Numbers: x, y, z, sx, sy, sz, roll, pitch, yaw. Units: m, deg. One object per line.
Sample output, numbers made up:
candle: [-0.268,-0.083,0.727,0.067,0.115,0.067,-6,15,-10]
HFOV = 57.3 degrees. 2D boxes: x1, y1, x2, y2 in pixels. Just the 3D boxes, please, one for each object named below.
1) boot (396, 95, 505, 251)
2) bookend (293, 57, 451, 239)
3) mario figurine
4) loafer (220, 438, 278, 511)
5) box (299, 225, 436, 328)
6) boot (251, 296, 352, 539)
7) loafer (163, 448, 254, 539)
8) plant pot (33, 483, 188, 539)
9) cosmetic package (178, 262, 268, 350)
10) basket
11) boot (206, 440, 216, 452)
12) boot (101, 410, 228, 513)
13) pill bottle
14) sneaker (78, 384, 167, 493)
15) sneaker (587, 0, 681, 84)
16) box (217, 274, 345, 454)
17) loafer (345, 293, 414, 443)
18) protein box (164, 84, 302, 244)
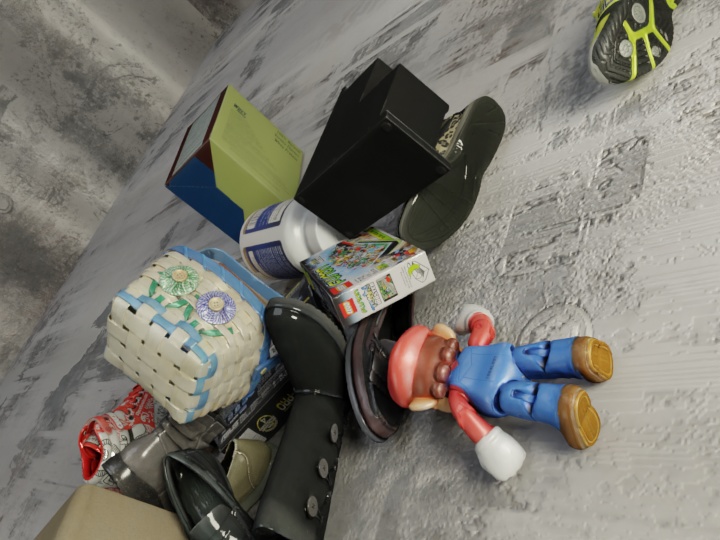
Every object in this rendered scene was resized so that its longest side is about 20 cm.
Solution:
boot: [0.082,-0.114,0.815,0.206,0.073,0.153,-59,24,-13]
bookend: [0.032,-0.173,0.782,0.198,0.091,0.203,-31,33,50]
mario figurine: [0.109,0.095,0.552,0.197,0.108,0.122,0,20,44]
loafer: [-0.176,0.269,0.756,0.201,0.069,0.075,-52,28,0]
box: [0.000,0.000,0.748,0.108,0.035,0.200,-27,17,-9]
boot: [-0.065,0.152,0.627,0.065,0.165,0.203,-8,47,34]
loafer: [-0.139,0.260,0.649,0.068,0.070,0.201,-45,56,3]
plant pot: [-0.251,0.333,0.632,0.200,0.198,0.178,-46,32,19]
cosmetic package: [-0.195,0.055,0.929,0.088,0.103,0.200,-48,8,4]
basket: [-0.157,0.057,0.713,0.200,0.175,0.141,-35,-27,-59]
boot: [-0.279,0.241,0.939,0.098,0.075,0.199,-53,30,-9]
boot: [-0.204,0.221,0.770,0.070,0.201,0.131,40,69,19]
pill bottle: [-0.082,-0.047,0.934,0.198,0.111,0.112,-6,51,53]
sneaker: [-0.302,0.191,0.865,0.066,0.107,0.205,-23,51,33]
sneaker: [0.280,-0.259,0.689,0.201,0.075,0.076,-54,19,-26]
box: [-0.109,0.121,0.848,0.200,0.049,0.162,-47,31,11]
loafer: [0.028,0.078,0.675,0.062,0.072,0.202,-32,31,24]
protein box: [-0.226,-0.190,1.220,0.134,0.198,0.202,-35,32,27]
